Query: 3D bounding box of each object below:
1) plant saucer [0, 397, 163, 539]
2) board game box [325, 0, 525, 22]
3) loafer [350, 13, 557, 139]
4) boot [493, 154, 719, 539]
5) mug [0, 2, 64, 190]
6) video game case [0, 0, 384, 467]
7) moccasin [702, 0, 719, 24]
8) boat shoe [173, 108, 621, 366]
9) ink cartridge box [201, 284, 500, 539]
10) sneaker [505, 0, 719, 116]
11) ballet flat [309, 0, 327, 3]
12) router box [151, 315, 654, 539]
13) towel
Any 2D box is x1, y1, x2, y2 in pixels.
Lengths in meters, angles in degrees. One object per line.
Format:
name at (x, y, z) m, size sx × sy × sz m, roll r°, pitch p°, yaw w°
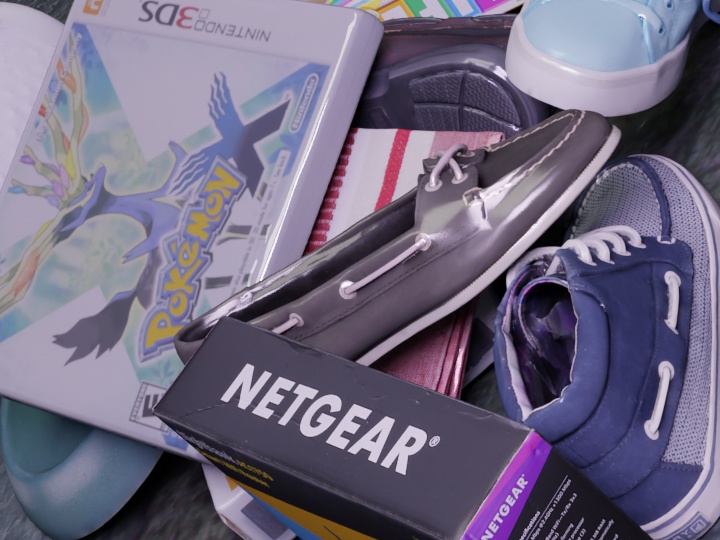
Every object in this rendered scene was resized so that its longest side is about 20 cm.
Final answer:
plant saucer at (-0.122, 0.028, 1.250) m, size 0.200 × 0.027 × 0.200 m, roll -42°, pitch 36°, yaw 41°
board game box at (0.064, -0.172, 1.249) m, size 0.134 × 0.034 × 0.200 m, roll -23°, pitch 23°, yaw 32°
loafer at (0.012, -0.077, 1.161) m, size 0.200 × 0.072 × 0.063 m, roll -1°, pitch 34°, yaw 43°
boot at (0.095, 0.007, 1.017) m, size 0.073 × 0.090 × 0.200 m, roll -31°, pitch 36°, yaw 24°
mug at (-0.213, -0.065, 1.362) m, size 0.147 × 0.200 × 0.175 m, roll 12°, pitch 54°, yaw 25°
video game case at (-0.092, -0.029, 1.153) m, size 0.182 × 0.022 × 0.200 m, roll 14°, pitch 81°, yaw 43°
moccasin at (0.170, -0.086, 1.044) m, size 0.068 × 0.080 × 0.200 m, roll -25°, pitch 37°, yaw 38°
boat shoe at (0.010, -0.006, 1.029) m, size 0.200 × 0.057 × 0.067 m, roll -39°, pitch 11°, yaw 19°
ink cartridge box at (0.000, 0.000, 1.179) m, size 0.200 × 0.043 × 0.198 m, roll -42°, pitch 31°, yaw 11°
sneaker at (0.116, -0.134, 1.083) m, size 0.074 × 0.082 × 0.200 m, roll 18°, pitch 36°, yaw 18°
ballet flat at (-0.018, -0.193, 1.390) m, size 0.069 × 0.063 × 0.200 m, roll 7°, pitch 61°, yaw 52°
router box at (0.033, 0.093, 0.943) m, size 0.051 × 0.149 × 0.200 m, roll -54°, pitch 32°, yaw -13°
towel at (-0.030, 0.008, 1.122) m, size 0.200 × 0.023 × 0.144 m, roll 5°, pitch 72°, yaw 39°
